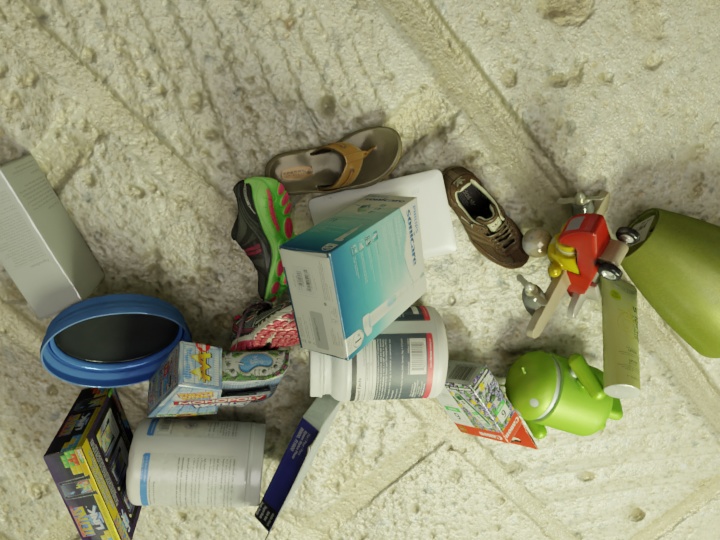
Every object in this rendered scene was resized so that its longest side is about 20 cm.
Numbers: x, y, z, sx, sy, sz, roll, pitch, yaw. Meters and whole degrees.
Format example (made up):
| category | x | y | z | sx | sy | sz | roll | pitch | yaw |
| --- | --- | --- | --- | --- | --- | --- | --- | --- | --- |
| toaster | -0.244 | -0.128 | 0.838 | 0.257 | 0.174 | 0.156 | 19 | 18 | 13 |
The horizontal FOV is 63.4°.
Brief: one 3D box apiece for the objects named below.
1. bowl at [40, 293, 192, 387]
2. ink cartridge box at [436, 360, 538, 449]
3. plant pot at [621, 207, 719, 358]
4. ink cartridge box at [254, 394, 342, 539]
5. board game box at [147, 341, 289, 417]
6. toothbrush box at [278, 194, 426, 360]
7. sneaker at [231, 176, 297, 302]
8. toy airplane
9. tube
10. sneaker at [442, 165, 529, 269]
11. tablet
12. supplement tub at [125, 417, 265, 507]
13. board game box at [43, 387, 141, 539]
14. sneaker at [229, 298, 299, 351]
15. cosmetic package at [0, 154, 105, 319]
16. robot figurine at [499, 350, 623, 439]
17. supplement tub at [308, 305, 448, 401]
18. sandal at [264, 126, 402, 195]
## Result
| category | x | y | z | sx | sy | sz | roll | pitch | yaw |
| --- | --- | --- | --- | --- | --- | --- | --- | --- | --- |
| bowl | -0.345 | 0.102 | 0.834 | 0.199 | 0.040 | 0.201 | -14 | 146 | -9 |
| ink cartridge box | 0.198 | 0.235 | 0.959 | 0.050 | 0.109 | 0.201 | -47 | 114 | -29 |
| plant pot | 0.497 | -0.001 | 0.883 | 0.199 | 0.187 | 0.188 | 34 | 105 | -2 |
| ink cartridge box | -0.098 | 0.292 | 0.902 | 0.040 | 0.200 | 0.201 | 27 | 106 | 6 |
| board game box | -0.205 | 0.157 | 0.832 | 0.198 | 0.200 | 0.062 | 1 | 67 | -16 |
| toothbrush box | 0.000 | 0.000 | 0.768 | 0.085 | 0.200 | 0.147 | 9 | 121 | 36 |
| sneaker | -0.139 | -0.045 | 0.844 | 0.083 | 0.077 | 0.201 | 17 | 124 | 28 |
| toy airplane | 0.305 | -0.016 | 0.859 | 0.141 | 0.200 | 0.200 | 28 | 119 | 17 |
| tube | 0.403 | 0.096 | 0.906 | 0.052 | 0.201 | 0.058 | -4 | 143 | 27 |
| sneaker | 0.187 | -0.066 | 0.861 | 0.070 | 0.076 | 0.200 | -42 | 109 | 10 |
| tablet | 0.033 | -0.065 | 0.858 | 0.199 | 0.014 | 0.131 | -12 | 113 | 10 |
| supplement tub | -0.254 | 0.304 | 0.924 | 0.198 | 0.132 | 0.133 | 6 | 110 | -8 |
| board game box | -0.393 | 0.304 | 0.890 | 0.056 | 0.165 | 0.201 | -11 | 111 | -2 |
| sneaker | -0.131 | 0.072 | 0.832 | 0.080 | 0.075 | 0.199 | 14 | 148 | -40 |
| cosmetic package | -0.438 | -0.046 | 0.785 | 0.074 | 0.102 | 0.201 | -20 | 111 | 2 |
| robot figurine | 0.327 | 0.201 | 0.958 | 0.199 | 0.116 | 0.176 | 19 | 139 | -14 |
| supplement tub | 0.022 | 0.125 | 0.881 | 0.198 | 0.140 | 0.141 | 0 | 111 | -6 |
| sandal | -0.037 | -0.148 | 0.807 | 0.198 | 0.054 | 0.081 | -12 | 96 | 1 |
